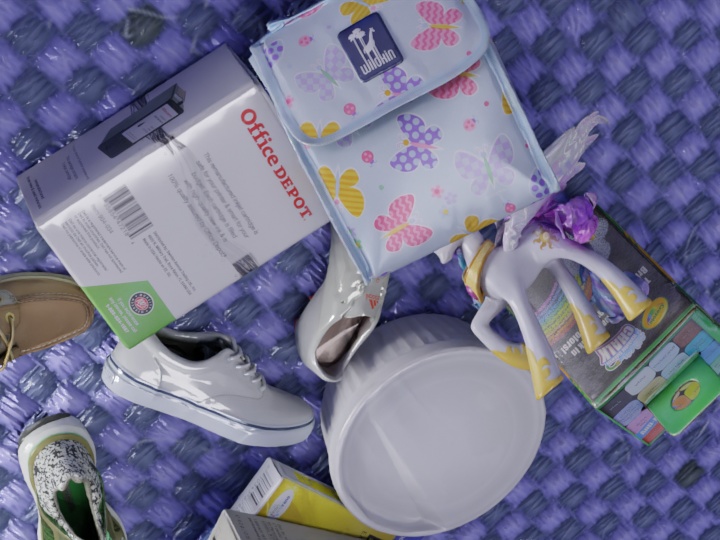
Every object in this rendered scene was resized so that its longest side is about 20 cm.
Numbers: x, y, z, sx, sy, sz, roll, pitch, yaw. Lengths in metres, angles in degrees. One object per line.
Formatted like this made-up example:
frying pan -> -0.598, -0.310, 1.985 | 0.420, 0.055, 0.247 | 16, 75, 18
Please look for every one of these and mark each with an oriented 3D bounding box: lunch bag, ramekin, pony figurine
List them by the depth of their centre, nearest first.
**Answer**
lunch bag -> 0.029, -0.117, 1.286 | 0.169, 0.127, 0.201 | -25, 101, 2
pony figurine -> 0.142, -0.023, 1.424 | 0.193, 0.167, 0.200 | -39, 84, -8
ramekin -> 0.055, 0.130, 1.550 | 0.201, 0.094, 0.203 | -11, 123, -18

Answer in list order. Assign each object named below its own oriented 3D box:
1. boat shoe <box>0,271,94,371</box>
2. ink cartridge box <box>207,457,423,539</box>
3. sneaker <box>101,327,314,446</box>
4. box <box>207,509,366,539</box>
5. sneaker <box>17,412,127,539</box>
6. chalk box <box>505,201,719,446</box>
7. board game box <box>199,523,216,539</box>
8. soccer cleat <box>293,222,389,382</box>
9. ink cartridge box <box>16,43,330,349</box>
boat shoe -> -0.302, 0.052, 1.367 | 0.199, 0.066, 0.074 | -11, 123, -17
ink cartridge box -> -0.060, 0.288, 1.581 | 0.200, 0.047, 0.198 | 30, 102, -30
sneaker -> -0.117, 0.094, 1.467 | 0.199, 0.073, 0.071 | 19, 113, -31
box -> -0.045, 0.305, 1.505 | 0.199, 0.109, 0.128 | 17, 110, -28
sneaker -> -0.239, 0.223, 1.481 | 0.077, 0.089, 0.201 | -22, 125, -10
chalk box -> 0.237, 0.060, 1.506 | 0.124, 0.200, 0.124 | -45, 144, 8
board game box -> -0.109, 0.307, 1.619 | 0.200, 0.037, 0.151 | -47, 125, 7
soccer cleat -> 0.000, 0.000, 1.459 | 0.069, 0.078, 0.201 | 9, 114, -27
ink cartridge box -> -0.142, -0.058, 1.360 | 0.199, 0.084, 0.146 | -33, 127, -2
